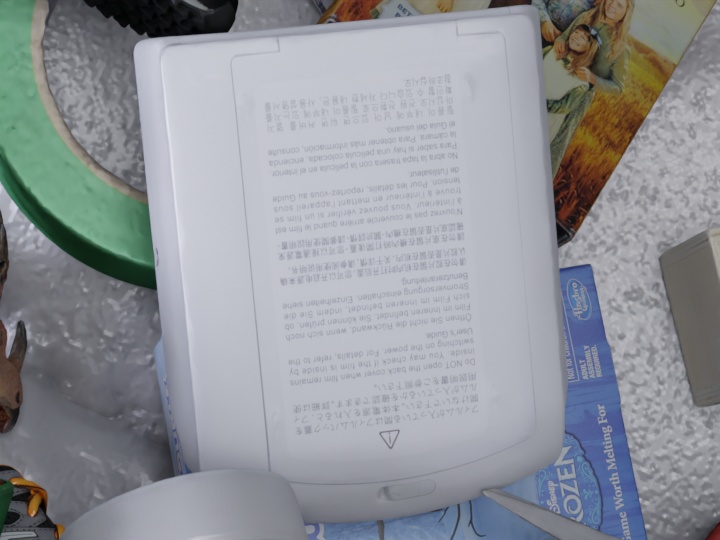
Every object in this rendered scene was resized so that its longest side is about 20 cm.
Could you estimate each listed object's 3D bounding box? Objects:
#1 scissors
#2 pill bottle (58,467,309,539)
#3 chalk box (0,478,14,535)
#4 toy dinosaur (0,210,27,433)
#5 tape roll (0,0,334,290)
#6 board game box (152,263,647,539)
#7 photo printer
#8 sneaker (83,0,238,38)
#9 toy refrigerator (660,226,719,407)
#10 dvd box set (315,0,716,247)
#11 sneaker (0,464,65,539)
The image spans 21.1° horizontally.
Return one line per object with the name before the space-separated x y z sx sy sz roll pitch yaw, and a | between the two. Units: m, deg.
scissors | 0.125 0.134 0.824 0.199 0.014 0.074 12 71 -42
pill bottle | -0.044 0.182 0.693 0.112 0.113 0.201 -12 65 -14
chalk box | -0.209 0.116 0.688 0.123 0.124 0.202 18 91 7
toy dinosaur | -0.174 -0.031 0.765 0.085 0.135 0.201 30 115 25
tape roll | -0.073 -0.092 0.855 0.199 0.048 0.202 2 79 -12
board game box | 0.024 0.112 0.840 0.197 0.043 0.202 -10 82 -13
photo printer | 0.000 0.000 0.778 0.165 0.069 0.202 -7 96 -9
sneaker | -0.119 -0.177 0.799 0.199 0.070 0.090 34 77 10
toy refrigerator | 0.249 0.004 0.895 0.198 0.070 0.077 -11 82 -13
dvd box set | 0.083 -0.128 0.873 0.146 0.029 0.201 41 61 -11
sneaker | -0.144 0.121 0.786 0.199 0.078 0.078 27 70 -5
